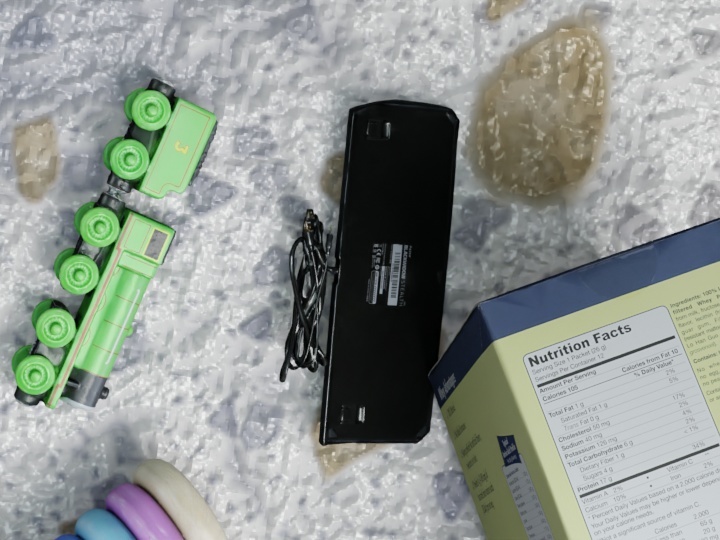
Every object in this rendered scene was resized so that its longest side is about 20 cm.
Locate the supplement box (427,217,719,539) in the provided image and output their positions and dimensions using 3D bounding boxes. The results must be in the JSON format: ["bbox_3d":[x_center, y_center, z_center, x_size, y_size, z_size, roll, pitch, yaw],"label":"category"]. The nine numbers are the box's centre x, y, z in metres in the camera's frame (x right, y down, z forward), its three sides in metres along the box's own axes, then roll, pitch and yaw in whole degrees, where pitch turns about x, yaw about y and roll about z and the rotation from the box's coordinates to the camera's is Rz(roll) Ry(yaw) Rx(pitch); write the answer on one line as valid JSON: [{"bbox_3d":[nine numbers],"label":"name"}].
[{"bbox_3d":[0.141,0.109,0.829,0.133,0.200,0.201,-18,78,-10],"label":"supplement box"}]

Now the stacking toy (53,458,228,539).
[{"bbox_3d":[-0.168,0.189,0.856,0.199,0.085,0.086,-33,98,-23],"label":"stacking toy"}]

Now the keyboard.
[{"bbox_3d":[0.000,0.000,0.923,0.103,0.040,0.202,4,93,-31],"label":"keyboard"}]

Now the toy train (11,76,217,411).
[{"bbox_3d":[-0.139,-0.011,0.896,0.056,0.042,0.201,23,92,-19],"label":"toy train"}]
